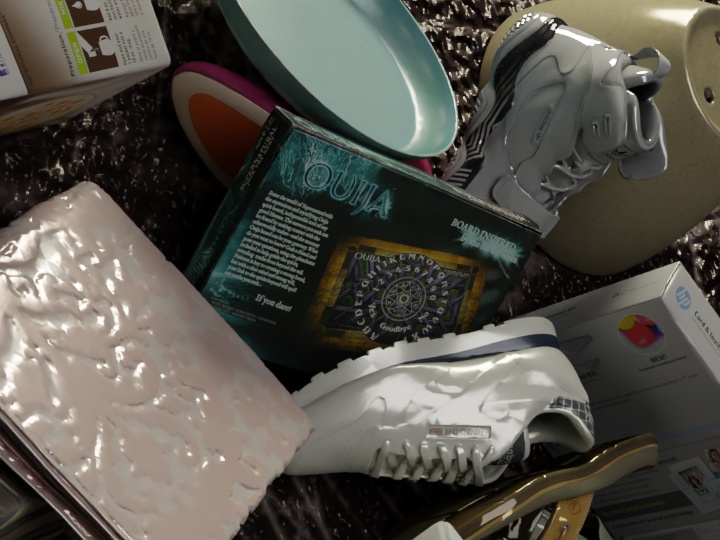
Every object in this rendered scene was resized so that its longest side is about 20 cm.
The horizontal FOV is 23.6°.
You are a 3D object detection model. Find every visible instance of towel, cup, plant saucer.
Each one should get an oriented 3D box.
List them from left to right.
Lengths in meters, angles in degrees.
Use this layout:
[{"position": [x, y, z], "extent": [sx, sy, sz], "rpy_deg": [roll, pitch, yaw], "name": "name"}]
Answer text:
[{"position": [-0.122, 0.055, 0.849], "extent": [0.191, 0.032, 0.200], "rpy_deg": [47, 25, -1], "name": "towel"}, {"position": [-0.020, -0.142, 1.036], "extent": [0.200, 0.027, 0.201], "rpy_deg": [36, 31, -26], "name": "plant saucer"}, {"position": [0.200, -0.110, 1.192], "extent": [0.199, 0.143, 0.202], "rpy_deg": [14, 68, -39], "name": "cup"}]

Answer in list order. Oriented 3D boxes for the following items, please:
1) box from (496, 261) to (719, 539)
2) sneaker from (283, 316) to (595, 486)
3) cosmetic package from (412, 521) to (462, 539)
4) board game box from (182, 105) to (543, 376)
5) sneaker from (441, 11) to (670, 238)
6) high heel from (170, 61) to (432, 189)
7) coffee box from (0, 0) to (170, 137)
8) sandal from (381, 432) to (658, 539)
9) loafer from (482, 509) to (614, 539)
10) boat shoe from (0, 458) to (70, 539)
[{"position": [0.191, 0.101, 1.106], "extent": [0.200, 0.155, 0.041], "rpy_deg": [51, 47, -17], "name": "box"}, {"position": [0.041, 0.088, 0.989], "extent": [0.198, 0.077, 0.081], "rpy_deg": [-15, 66, -20], "name": "sneaker"}, {"position": [0.062, 0.258, 0.768], "extent": [0.200, 0.123, 0.200], "rpy_deg": [50, 10, -20], "name": "cosmetic package"}, {"position": [0.000, 0.000, 0.995], "extent": [0.199, 0.028, 0.136], "rpy_deg": [21, 105, -37], "name": "board game box"}, {"position": [0.121, -0.061, 1.085], "extent": [0.075, 0.114, 0.201], "rpy_deg": [25, 84, -52], "name": "sneaker"}, {"position": [-0.032, -0.078, 1.032], "extent": [0.200, 0.067, 0.097], "rpy_deg": [43, 41, -31], "name": "high heel"}, {"position": [-0.209, -0.103, 0.833], "extent": [0.199, 0.114, 0.080], "rpy_deg": [-20, 90, -45], "name": "coffee box"}, {"position": [0.102, 0.145, 1.011], "extent": [0.199, 0.080, 0.054], "rpy_deg": [-15, 88, -34], "name": "sandal"}, {"position": [0.145, 0.191, 1.094], "extent": [0.199, 0.070, 0.070], "rpy_deg": [28, 67, -33], "name": "loafer"}, {"position": [-0.168, 0.099, 0.837], "extent": [0.075, 0.073, 0.200], "rpy_deg": [52, 25, 16], "name": "boat shoe"}]
